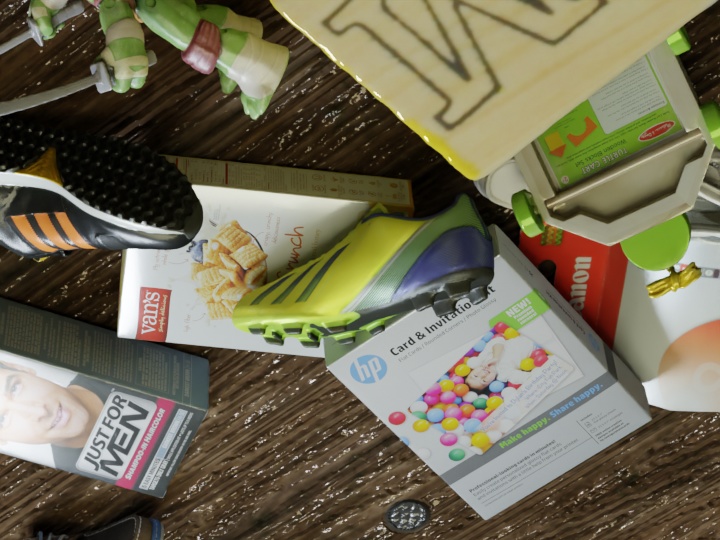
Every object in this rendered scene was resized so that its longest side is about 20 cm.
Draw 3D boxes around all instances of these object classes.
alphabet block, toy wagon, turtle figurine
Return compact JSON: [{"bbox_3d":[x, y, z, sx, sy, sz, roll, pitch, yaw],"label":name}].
[{"bbox_3d":[0.075,-0.214,1.374,0.200,0.196,0.196,-37,120,23],"label":"alphabet block"},{"bbox_3d":[0.170,-0.078,1.529,0.154,0.040,0.201,-25,97,16],"label":"toy wagon"},{"bbox_3d":[-0.158,-0.141,1.453,0.193,0.202,0.144,23,159,-26],"label":"turtle figurine"}]

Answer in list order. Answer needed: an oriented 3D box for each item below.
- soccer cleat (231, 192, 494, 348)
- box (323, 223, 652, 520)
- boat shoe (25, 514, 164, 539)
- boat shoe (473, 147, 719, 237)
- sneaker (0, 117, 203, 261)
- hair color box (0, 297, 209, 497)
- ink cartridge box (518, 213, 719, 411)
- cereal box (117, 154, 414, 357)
[{"bbox_3d":[0.001,0.000,1.582,0.199,0.085,0.065,-15,164,24],"label":"soccer cleat"},{"bbox_3d":[0.094,0.077,1.656,0.155,0.041,0.200,-33,122,18],"label":"box"},{"bbox_3d":[-0.240,0.247,1.803,0.199,0.073,0.072,-37,121,24],"label":"boat shoe"},{"bbox_3d":[0.178,-0.055,1.584,0.198,0.070,0.071,2,131,-4],"label":"boat shoe"},{"bbox_3d":[-0.198,-0.042,1.557,0.198,0.070,0.091,15,136,12],"label":"sneaker"},{"bbox_3d":[-0.221,0.090,1.685,0.198,0.061,0.099,18,126,-16],"label":"hair color box"},{"bbox_3d":[0.211,0.029,1.669,0.198,0.050,0.163,-1,129,-7],"label":"ink cartridge box"},{"bbox_3d":[-0.070,-0.007,1.628,0.198,0.040,0.145,5,127,-7],"label":"cereal box"}]
